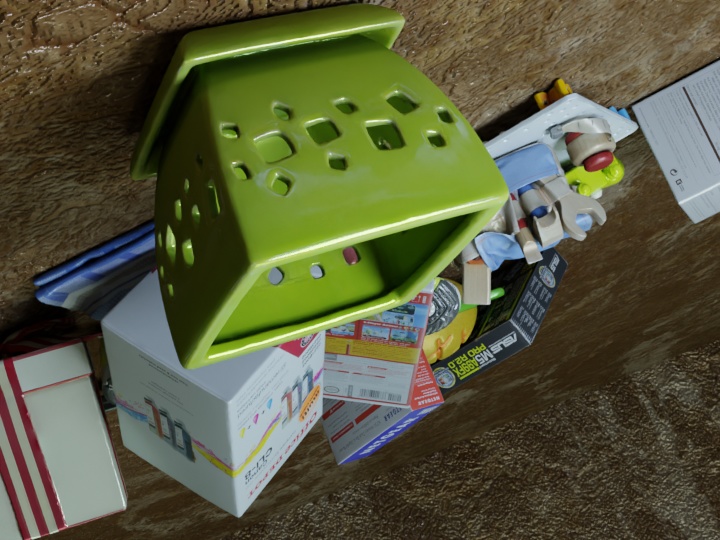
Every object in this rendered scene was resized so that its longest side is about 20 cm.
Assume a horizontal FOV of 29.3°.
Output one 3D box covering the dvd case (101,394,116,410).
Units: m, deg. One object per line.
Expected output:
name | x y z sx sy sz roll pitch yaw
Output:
dvd case | -0.210 0.127 1.595 0.145 0.022 0.200 -15 176 -39

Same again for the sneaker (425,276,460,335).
sneaker | 0.001 0.025 1.346 0.199 0.076 0.076 -2 -161 15

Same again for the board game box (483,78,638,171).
board game box | 0.158 -0.118 1.379 0.199 0.026 0.200 -29 164 24

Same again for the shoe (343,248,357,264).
shoe | 0.000 0.000 1.425 0.071 0.091 0.200 -22 165 -3

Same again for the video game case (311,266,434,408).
video game case | -0.012 0.063 1.303 0.142 0.018 0.200 8 143 0

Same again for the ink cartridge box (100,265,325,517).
ink cartridge box | -0.127 0.092 1.247 0.145 0.144 0.200 -49 158 -32

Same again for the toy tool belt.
toy tool belt | 0.171 -0.052 1.333 0.199 0.123 0.125 -23 165 1

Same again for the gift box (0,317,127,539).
gift box | -0.310 0.149 1.290 0.184 0.188 0.200 -16 179 -15

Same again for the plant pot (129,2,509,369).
plant pot | -0.046 -0.067 0.958 0.199 0.182 0.199 -15 163 -26

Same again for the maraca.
maraca | 0.095 0.057 1.732 0.199 0.108 0.137 -17 179 -39

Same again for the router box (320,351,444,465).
router box | 0.001 0.115 1.653 0.049 0.180 0.200 -12 162 -33

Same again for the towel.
towel | -0.202 0.007 1.287 0.146 0.024 0.200 -26 164 8

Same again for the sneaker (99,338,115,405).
sneaker | -0.185 0.088 1.456 0.199 0.090 0.078 4 129 -35

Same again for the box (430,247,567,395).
box | 0.177 0.062 1.802 0.160 0.044 0.200 -34 -167 35

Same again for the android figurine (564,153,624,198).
android figurine | 0.204 -0.075 1.476 0.182 0.041 0.200 -31 -178 -28

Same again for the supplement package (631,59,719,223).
supplement package | 0.403 -0.154 1.430 0.199 0.120 0.121 -27 163 15
